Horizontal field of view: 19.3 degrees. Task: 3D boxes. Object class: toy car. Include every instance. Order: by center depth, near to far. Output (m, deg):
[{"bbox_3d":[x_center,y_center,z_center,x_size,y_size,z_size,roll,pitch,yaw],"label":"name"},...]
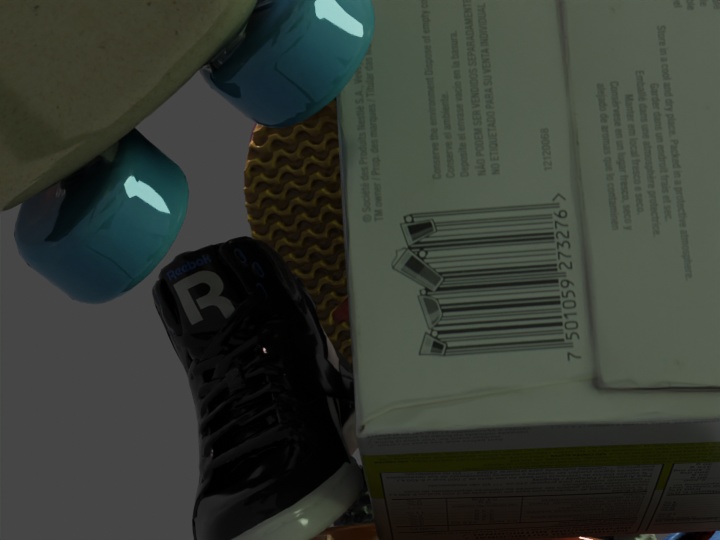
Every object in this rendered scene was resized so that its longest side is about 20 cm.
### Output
[{"bbox_3d":[-0.123,-0.128,0.750,0.184,0.177,0.200,38,17,-33],"label":"toy car"}]

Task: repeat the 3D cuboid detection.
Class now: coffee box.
[{"bbox_3d":[0.096,-0.012,0.816,0.198,0.199,0.201,79,8,-71],"label":"coffee box"}]

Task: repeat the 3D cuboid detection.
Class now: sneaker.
[{"bbox_3d":[-0.052,0.048,0.862,0.112,0.073,0.200,59,10,-7],"label":"sneaker"},{"bbox_3d":[0.000,0.000,1.074,0.090,0.075,0.201,-41,113,-75],"label":"sneaker"}]

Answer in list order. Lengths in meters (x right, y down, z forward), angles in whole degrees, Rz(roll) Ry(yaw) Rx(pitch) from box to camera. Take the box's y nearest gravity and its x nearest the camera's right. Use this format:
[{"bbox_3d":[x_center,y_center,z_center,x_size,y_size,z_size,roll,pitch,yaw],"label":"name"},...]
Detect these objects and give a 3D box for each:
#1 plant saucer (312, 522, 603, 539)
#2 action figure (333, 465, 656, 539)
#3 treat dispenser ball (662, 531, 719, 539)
[{"bbox_3d":[0.048,0.137,0.841,0.200,0.199,0.032,-18,112,-73],"label":"plant saucer"},{"bbox_3d":[0.081,0.114,1.001,0.200,0.102,0.119,23,76,-32],"label":"action figure"},{"bbox_3d":[0.231,0.234,1.200,0.201,0.200,0.201,54,20,-31],"label":"treat dispenser ball"}]
